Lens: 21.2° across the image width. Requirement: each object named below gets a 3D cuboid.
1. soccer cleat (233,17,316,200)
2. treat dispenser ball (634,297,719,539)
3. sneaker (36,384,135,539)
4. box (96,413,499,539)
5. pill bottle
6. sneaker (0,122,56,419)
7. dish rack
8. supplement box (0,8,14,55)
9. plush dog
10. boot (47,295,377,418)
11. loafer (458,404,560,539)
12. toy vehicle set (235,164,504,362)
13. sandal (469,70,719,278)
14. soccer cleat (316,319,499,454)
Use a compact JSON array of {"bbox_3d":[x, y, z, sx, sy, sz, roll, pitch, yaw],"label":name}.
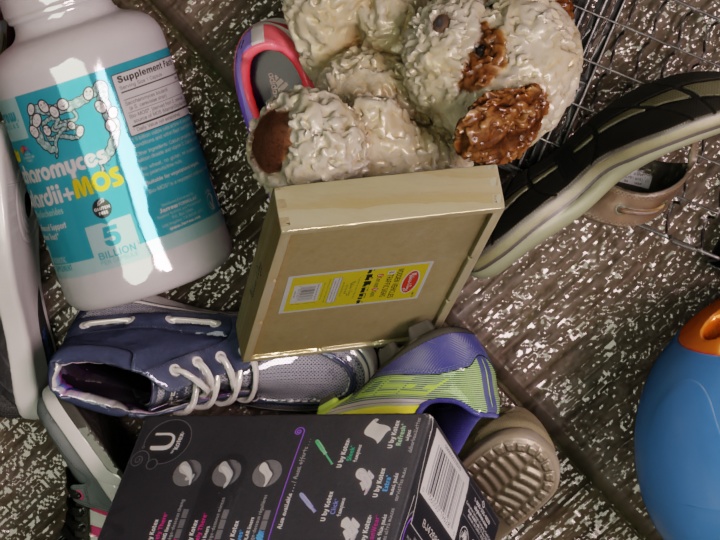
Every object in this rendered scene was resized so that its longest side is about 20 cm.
[{"bbox_3d":[-0.033,-0.057,1.193,0.068,0.073,0.201,-16,100,8],"label":"soccer cleat"},{"bbox_3d":[0.261,0.103,1.128,0.200,0.201,0.202,1,102,6],"label":"treat dispenser ball"},{"bbox_3d":[-0.183,0.175,1.249,0.120,0.084,0.200,-30,105,4],"label":"sneaker"},{"bbox_3d":[-0.037,0.160,1.144,0.199,0.106,0.122,-2,140,27],"label":"box"},{"bbox_3d":[-0.159,-0.084,1.183,0.110,0.111,0.201,-17,99,9],"label":"pill bottle"},{"bbox_3d":[-0.261,0.005,1.220,0.111,0.073,0.201,-1,112,7],"label":"sneaker"},{"bbox_3d":[0.181,-0.097,1.174,0.199,0.055,0.154,23,101,3],"label":"dish rack"},{"bbox_3d":[-0.275,-0.170,1.131,0.103,0.200,0.131,6,102,5],"label":"supplement box"},{"bbox_3d":[0.049,-0.102,1.111,0.171,0.201,0.161,-16,134,30],"label":"plush dog"},{"bbox_3d":[-0.093,0.067,1.210,0.199,0.090,0.073,7,117,7],"label":"boot"},{"bbox_3d":[0.053,0.155,1.232,0.200,0.068,0.076,-37,103,28],"label":"loafer"},{"bbox_3d":[0.000,0.000,1.109,0.124,0.200,0.027,-6,68,-13],"label":"toy vehicle set"},{"bbox_3d":[0.147,-0.052,1.129,0.201,0.080,0.057,-33,111,19],"label":"sandal"},{"bbox_3d":[0.010,0.112,1.194,0.200,0.065,0.084,-44,56,34],"label":"soccer cleat"}]
